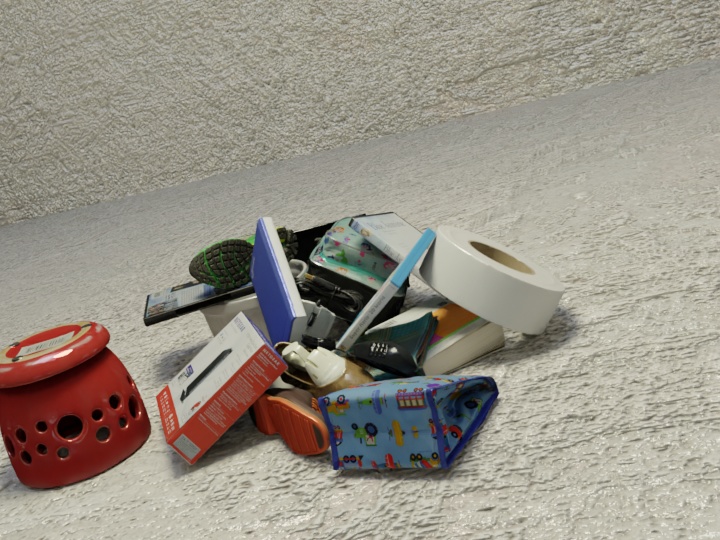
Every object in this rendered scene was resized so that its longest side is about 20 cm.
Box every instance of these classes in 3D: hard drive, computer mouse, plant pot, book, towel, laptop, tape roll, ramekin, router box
[{"bbox_3d":[-0.126,0.037,1.376,0.025,0.132,0.201,-6,49,-20],"label":"hard drive"},{"bbox_3d":[-0.005,0.103,1.214,0.199,0.059,0.034,11,73,40],"label":"computer mouse"},{"bbox_3d":[-0.421,0.181,1.308,0.199,0.184,0.201,-15,14,4],"label":"plant pot"},{"bbox_3d":[0.103,0.094,1.338,0.133,0.048,0.200,-25,18,-17],"label":"book"},{"bbox_3d":[0.008,0.124,1.294,0.199,0.022,0.147,-19,20,23],"label":"towel"},{"bbox_3d":[-0.081,-0.070,1.806,0.176,0.104,0.200,-14,21,-5],"label":"laptop"},{"bbox_3d":[0.185,0.011,1.295,0.201,0.071,0.203,23,14,-6],"label":"tape roll"},{"bbox_3d":[-0.173,0.066,1.577,0.199,0.106,0.200,-15,16,5],"label":"ramekin"},{"bbox_3d":[-0.076,0.079,1.411,0.109,0.200,0.044,21,53,-8],"label":"computer mouse"},{"bbox_3d":[-0.197,0.156,1.268,0.180,0.049,0.200,-46,18,-5],"label":"router box"}]

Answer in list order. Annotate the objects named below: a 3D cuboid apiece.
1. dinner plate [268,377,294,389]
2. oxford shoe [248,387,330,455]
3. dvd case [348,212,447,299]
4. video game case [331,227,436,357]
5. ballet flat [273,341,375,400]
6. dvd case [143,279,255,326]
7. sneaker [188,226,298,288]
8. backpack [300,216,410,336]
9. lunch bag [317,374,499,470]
[{"bbox_3d":[-0.178,0.167,1.402,0.199,0.024,0.200,-15,16,4],"label":"dinner plate"},{"bbox_3d":[-0.077,0.182,1.177,0.072,0.072,0.200,-20,16,-28],"label":"oxford shoe"},{"bbox_3d":[0.091,-0.028,1.441,0.200,0.018,0.142,37,23,20],"label":"dvd case"},{"bbox_3d":[0.026,0.040,1.279,0.200,0.018,0.143,-53,0,40],"label":"video game case"},{"bbox_3d":[-0.060,0.131,1.234,0.068,0.072,0.199,-46,29,-20],"label":"ballet flat"},{"bbox_3d":[-0.264,0.038,1.536,0.199,0.018,0.143,-17,17,-6],"label":"dvd case"},{"bbox_3d":[-0.202,-0.018,1.527,0.199,0.079,0.085,-17,8,-41],"label":"sneaker"},{"bbox_3d":[0.000,0.000,1.526,0.176,0.151,0.200,22,16,3],"label":"backpack"},{"bbox_3d":[0.068,0.160,1.104,0.150,0.095,0.200,-9,7,30],"label":"lunch bag"}]
